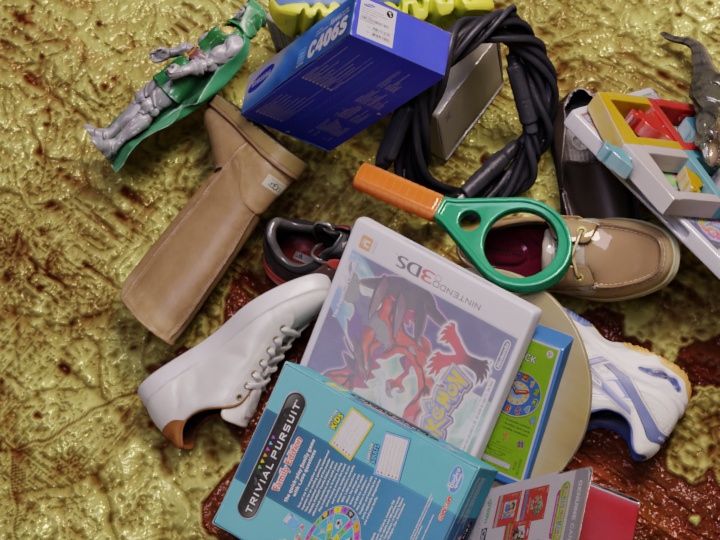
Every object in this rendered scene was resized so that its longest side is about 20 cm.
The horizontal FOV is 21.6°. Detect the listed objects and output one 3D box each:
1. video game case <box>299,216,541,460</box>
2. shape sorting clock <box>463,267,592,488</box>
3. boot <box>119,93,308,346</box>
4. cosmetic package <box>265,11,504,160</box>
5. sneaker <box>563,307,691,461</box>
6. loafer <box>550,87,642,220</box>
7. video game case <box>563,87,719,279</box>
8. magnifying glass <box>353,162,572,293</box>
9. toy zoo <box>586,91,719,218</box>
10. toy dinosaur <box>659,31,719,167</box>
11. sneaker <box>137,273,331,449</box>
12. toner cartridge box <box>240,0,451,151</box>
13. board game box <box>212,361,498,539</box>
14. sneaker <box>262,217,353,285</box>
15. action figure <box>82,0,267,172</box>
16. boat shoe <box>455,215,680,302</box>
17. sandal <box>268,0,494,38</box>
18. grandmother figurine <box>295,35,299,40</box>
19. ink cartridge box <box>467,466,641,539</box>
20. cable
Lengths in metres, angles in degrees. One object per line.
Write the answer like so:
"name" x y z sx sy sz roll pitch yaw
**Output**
"video game case" 0.037 0.084 1.587 0.181 0.023 0.201 28 106 24
"shape sorting clock" 0.102 0.098 1.589 0.198 0.039 0.202 2 94 28
"boot" -0.150 -0.052 1.706 0.201 0.066 0.175 -52 31 3
"cosmetic package" 0.023 -0.203 1.738 0.199 0.087 0.104 33 74 22
"sneaker" 0.176 0.089 1.595 0.199 0.075 0.089 24 73 19
"loafer" 0.204 -0.074 1.662 0.072 0.071 0.201 -17 65 2
"video game case" 0.281 -0.076 1.621 0.200 0.143 0.018 47 125 18
"magnifying glass" 0.085 -0.042 1.585 0.199 0.022 0.080 25 73 17
"toy zoo" 0.275 -0.096 1.606 0.199 0.021 0.132 3 45 -38
"toy dinosaur" 0.321 -0.154 1.662 0.087 0.048 0.201 17 33 -13
"sneaker" -0.093 0.084 1.640 0.199 0.073 0.085 -37 71 11
"toner cartridge box" -0.015 -0.166 1.608 0.094 0.200 0.044 22 65 -24
"board game box" -0.006 0.187 1.558 0.199 0.047 0.152 27 93 27
"sneaker" 0.000 0.000 1.657 0.198 0.082 0.078 12 69 14
"action figure" -0.165 -0.177 1.737 0.200 0.055 0.118 -40 28 -1
"boat shoe" 0.172 -0.011 1.608 0.199 0.066 0.075 -1 87 33
"sandal" 0.013 -0.246 1.623 0.198 0.079 0.088 -8 82 -21
"grandmother figurine" 0.012 -0.260 1.687 0.121 0.061 0.200 31 72 30
"ink cartridge box" 0.146 0.266 1.461 0.083 0.175 0.202 22 68 -21
"cable" 0.105 -0.134 1.642 0.051 0.162 0.201 46 119 54
